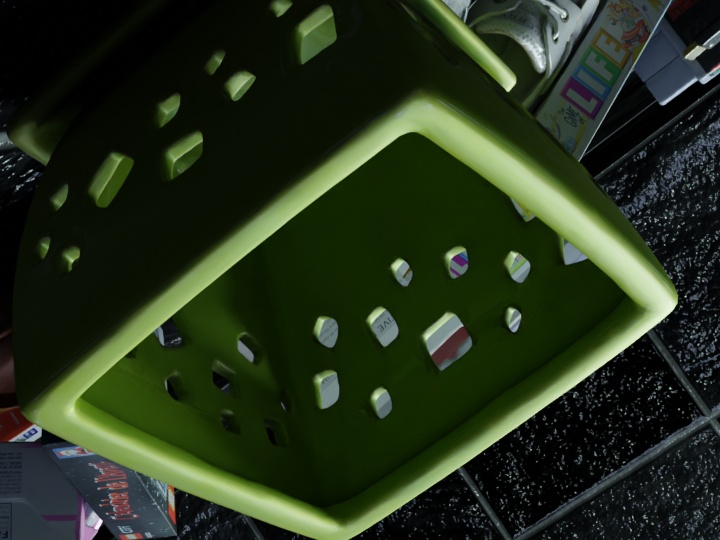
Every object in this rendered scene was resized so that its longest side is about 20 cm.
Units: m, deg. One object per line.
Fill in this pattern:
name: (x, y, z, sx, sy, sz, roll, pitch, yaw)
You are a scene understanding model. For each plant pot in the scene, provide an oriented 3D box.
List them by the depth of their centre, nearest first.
plant pot: (-0.020, -0.030, 0.634, 0.199, 0.182, 0.200, -38, 138, 18)

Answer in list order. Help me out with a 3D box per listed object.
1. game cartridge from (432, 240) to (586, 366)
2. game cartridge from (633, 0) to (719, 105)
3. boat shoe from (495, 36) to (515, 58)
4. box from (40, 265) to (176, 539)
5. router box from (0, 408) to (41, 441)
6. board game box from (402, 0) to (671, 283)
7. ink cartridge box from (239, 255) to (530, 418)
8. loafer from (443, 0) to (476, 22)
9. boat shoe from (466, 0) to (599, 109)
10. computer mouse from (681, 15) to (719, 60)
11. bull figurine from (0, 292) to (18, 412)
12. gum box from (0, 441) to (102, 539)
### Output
game cartridge: (0.057, 0.039, 1.057, 0.200, 0.038, 0.129, -43, -150, -18)
game cartridge: (0.252, -0.221, 1.041, 0.200, 0.130, 0.038, -38, 173, 19)
boat shoe: (0.067, -0.142, 0.922, 0.200, 0.074, 0.065, -35, 171, 4)
box: (-0.141, 0.062, 0.861, 0.037, 0.137, 0.200, -8, 156, 0)
router box: (-0.248, 0.105, 1.215, 0.179, 0.049, 0.200, -34, 173, -11)
board game box: (0.108, -0.082, 0.912, 0.200, 0.034, 0.134, -56, -175, -36)
ink cartridge box: (0.000, 0.000, 0.983, 0.200, 0.176, 0.084, -41, -171, -18)
loafer: (0.032, -0.139, 0.782, 0.070, 0.068, 0.201, -26, 170, -7)
boat shoe: (0.088, -0.131, 0.850, 0.201, 0.071, 0.069, -63, -177, 4)
computer mouse: (0.171, -0.180, 1.021, 0.200, 0.140, 0.046, -41, -150, 21)
bull figurine: (-0.220, 0.057, 0.919, 0.121, 0.065, 0.200, -25, 168, -6)
gum box: (-0.250, 0.135, 0.893, 0.199, 0.066, 0.114, 0, 172, -8)
